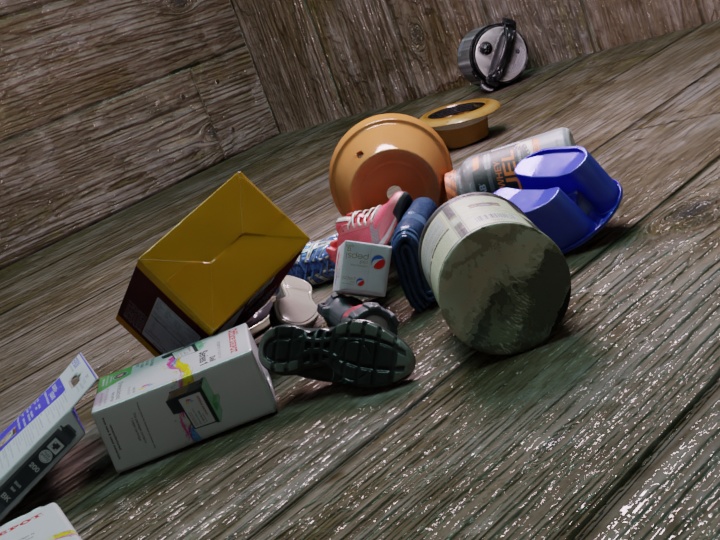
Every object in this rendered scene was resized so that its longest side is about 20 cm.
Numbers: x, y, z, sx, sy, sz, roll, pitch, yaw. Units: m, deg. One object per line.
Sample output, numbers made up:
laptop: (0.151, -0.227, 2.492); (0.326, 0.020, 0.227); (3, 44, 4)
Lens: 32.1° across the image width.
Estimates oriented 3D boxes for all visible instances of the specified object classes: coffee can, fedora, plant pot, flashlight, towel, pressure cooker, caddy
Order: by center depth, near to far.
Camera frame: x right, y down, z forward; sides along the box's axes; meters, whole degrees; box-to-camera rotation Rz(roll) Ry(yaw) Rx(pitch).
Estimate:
coffee can: (0.148, -0.001, 1.425); (0.146, 0.147, 0.200); (-20, 13, 2)
flashlight: (-0.001, 0.065, 1.582); (0.068, 0.068, 0.200); (-34, 10, -5)
caddy: (0.268, -0.088, 1.707); (0.142, 0.105, 0.200); (-49, 21, -14)
towel: (0.081, -0.027, 1.708); (0.048, 0.112, 0.200); (-15, 14, 16)
plant pot: (0.050, -0.134, 1.930); (0.199, 0.201, 0.140); (-19, 14, 4)
fedora: (0.223, -0.322, 2.789); (0.199, 0.082, 0.201); (-15, 17, 4)
pressure cooker: (0.372, -0.598, 3.489); (0.178, 0.177, 0.200); (-26, 10, -9)

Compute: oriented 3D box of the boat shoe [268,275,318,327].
boat shoe: (-0.097, 0.064, 1.770); (0.066, 0.057, 0.200); (15, 16, -6)

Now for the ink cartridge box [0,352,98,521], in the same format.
ink cartridge box: (-0.385, 0.197, 1.508); (0.200, 0.043, 0.198); (-47, 17, -8)

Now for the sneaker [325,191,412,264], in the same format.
sneaker: (0.006, -0.056, 1.831); (0.074, 0.087, 0.200); (-56, 1, -42)

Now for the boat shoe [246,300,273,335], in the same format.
boat shoe: (-0.197, 0.076, 1.817); (0.072, 0.065, 0.200); (-10, 15, 42)

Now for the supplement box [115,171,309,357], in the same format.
supplement box: (-0.201, 0.012, 1.680); (0.197, 0.133, 0.200); (-45, -4, -32)

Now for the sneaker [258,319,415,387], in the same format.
sneaker: (-0.019, 0.095, 1.447); (0.199, 0.076, 0.079); (6, -8, 30)

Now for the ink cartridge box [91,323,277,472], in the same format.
ink cartridge box: (-0.209, 0.148, 1.495); (0.199, 0.084, 0.145); (-21, 13, -4)

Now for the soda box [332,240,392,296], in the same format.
soda box: (0.000, 0.000, 1.692); (0.063, 0.069, 0.200); (8, -2, -3)

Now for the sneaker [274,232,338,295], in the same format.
sneaker: (-0.070, -0.017, 1.981); (0.199, 0.076, 0.077); (-24, 9, -12)

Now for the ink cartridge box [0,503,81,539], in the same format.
ink cartridge box: (-0.285, 0.281, 1.025); (0.144, 0.084, 0.200); (-25, 14, -20)

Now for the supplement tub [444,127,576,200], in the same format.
supplement tub: (0.235, -0.130, 1.881); (0.199, 0.123, 0.123); (-17, 13, 16)
